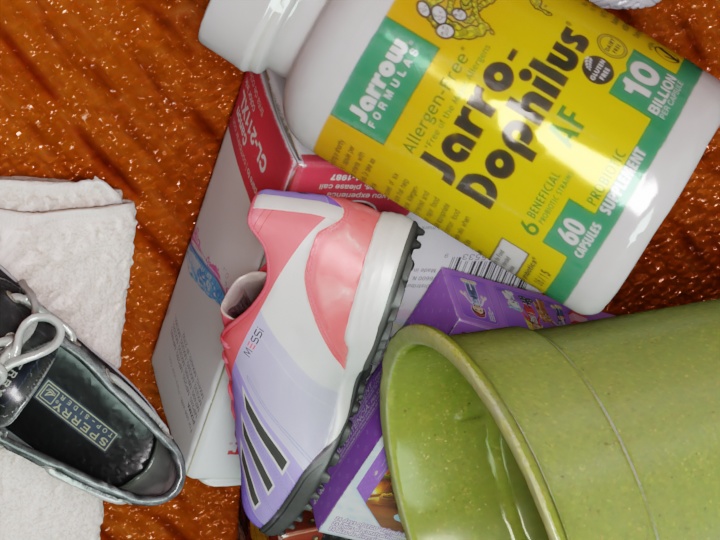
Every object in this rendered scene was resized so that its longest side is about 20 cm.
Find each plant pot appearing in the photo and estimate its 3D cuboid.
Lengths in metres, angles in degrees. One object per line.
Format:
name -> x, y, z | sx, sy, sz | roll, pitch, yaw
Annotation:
plant pot -> 0.134, 0.089, 1.272 | 0.190, 0.200, 0.200 | -19, 140, -17

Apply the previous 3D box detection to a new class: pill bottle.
pill bottle -> 0.039, -0.078, 1.227 | 0.200, 0.113, 0.113 | 32, 125, 2

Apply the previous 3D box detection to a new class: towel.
towel -> -0.170, 0.055, 1.326 | 0.132, 0.034, 0.201 | 1, 103, -23

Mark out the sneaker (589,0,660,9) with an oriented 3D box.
sneaker -> 0.143, -0.174, 1.264 | 0.199, 0.076, 0.114 | 1, 117, -3

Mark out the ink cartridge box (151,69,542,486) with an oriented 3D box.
ink cartridge box -> 0.000, 0.000, 1.371 | 0.145, 0.083, 0.200 | 1, 134, -24

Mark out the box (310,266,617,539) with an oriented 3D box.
box -> 0.093, 0.082, 1.385 | 0.200, 0.039, 0.137 | 16, 125, -26

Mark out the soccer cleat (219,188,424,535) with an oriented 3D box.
soccer cleat -> -0.031, 0.039, 1.301 | 0.073, 0.068, 0.200 | 21, 138, 0

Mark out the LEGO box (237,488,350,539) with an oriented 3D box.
LEGO box -> 0.039, 0.138, 1.539 | 0.199, 0.077, 0.149 | -10, 137, -14

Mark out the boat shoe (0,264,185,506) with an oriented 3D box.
boat shoe -> -0.156, 0.040, 1.272 | 0.199, 0.068, 0.074 | 43, 82, -26
